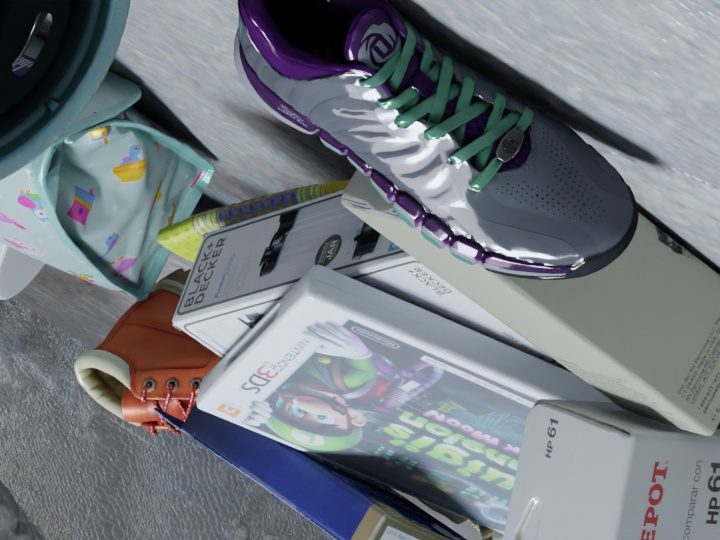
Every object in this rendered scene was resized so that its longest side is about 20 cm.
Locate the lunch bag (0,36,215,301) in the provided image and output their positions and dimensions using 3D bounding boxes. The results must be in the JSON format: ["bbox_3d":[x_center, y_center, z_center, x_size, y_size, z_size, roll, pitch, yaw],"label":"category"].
[{"bbox_3d":[-0.208,-0.080,1.786,0.170,0.122,0.200,28,177,24],"label":"lunch bag"}]

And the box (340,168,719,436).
[{"bbox_3d":[0.093,-0.004,1.355,0.200,0.069,0.082,36,169,-31],"label":"box"}]

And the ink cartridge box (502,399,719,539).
[{"bbox_3d":[0.172,0.146,1.462,0.199,0.145,0.085,6,-173,-34],"label":"ink cartridge box"}]

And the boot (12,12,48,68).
[{"bbox_3d":[-0.235,-0.173,1.476,0.168,0.077,0.200,29,178,-14],"label":"boot"}]

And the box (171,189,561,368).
[{"bbox_3d":[0.009,0.013,1.535,0.116,0.060,0.200,35,148,-30],"label":"box"}]

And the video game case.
[{"bbox_3d":[0.031,0.074,1.543,0.199,0.023,0.182,23,153,-13],"label":"video game case"}]

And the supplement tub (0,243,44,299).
[{"bbox_3d":[-0.310,-0.081,2.098,0.199,0.132,0.132,29,172,9],"label":"supplement tub"}]

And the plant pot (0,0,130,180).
[{"bbox_3d":[-0.200,-0.129,1.280,0.200,0.201,0.196,31,179,-5],"label":"plant pot"}]

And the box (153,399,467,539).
[{"bbox_3d":[-0.020,0.123,1.665,0.200,0.033,0.121,29,180,43],"label":"box"}]

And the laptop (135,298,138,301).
[{"bbox_3d":[-0.108,-0.015,2.043,0.199,0.116,0.187,11,169,8],"label":"laptop"}]

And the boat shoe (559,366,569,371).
[{"bbox_3d":[0.120,0.072,1.668,0.064,0.075,0.202,16,-176,-21],"label":"boat shoe"}]

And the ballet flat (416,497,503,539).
[{"bbox_3d":[0.064,0.122,1.684,0.200,0.068,0.075,35,-149,-27],"label":"ballet flat"}]

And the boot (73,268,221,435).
[{"bbox_3d":[-0.088,0.076,1.801,0.200,0.107,0.075,25,137,41],"label":"boot"}]

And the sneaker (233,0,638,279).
[{"bbox_3d":[0.025,-0.065,1.233,0.199,0.075,0.088,29,167,15],"label":"sneaker"}]

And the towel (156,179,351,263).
[{"bbox_3d":[0.000,0.000,1.604,0.199,0.023,0.144,-8,143,39],"label":"towel"}]
